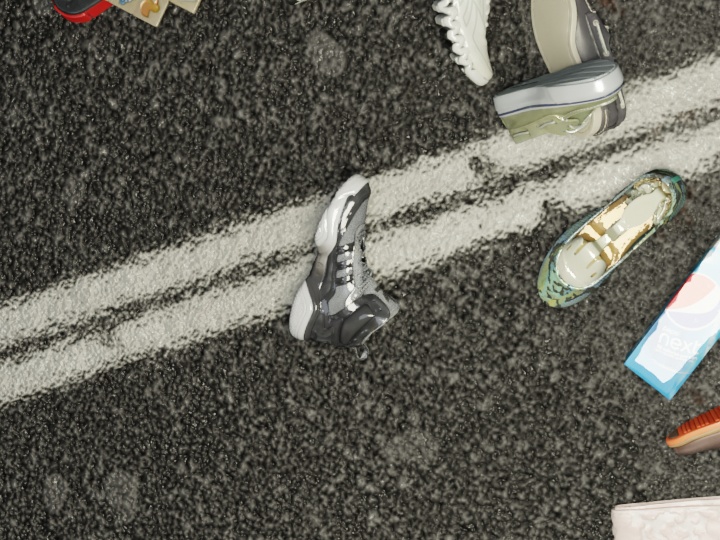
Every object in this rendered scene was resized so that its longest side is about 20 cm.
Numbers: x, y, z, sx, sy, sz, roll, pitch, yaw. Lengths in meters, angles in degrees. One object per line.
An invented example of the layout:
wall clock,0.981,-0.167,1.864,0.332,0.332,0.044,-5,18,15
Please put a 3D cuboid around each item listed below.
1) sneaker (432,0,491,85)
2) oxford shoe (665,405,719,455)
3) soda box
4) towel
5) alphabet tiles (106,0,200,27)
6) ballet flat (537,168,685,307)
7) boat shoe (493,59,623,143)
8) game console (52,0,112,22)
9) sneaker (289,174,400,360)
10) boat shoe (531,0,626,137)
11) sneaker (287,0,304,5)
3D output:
sneaker,0.113,-0.298,1.460,0.080,0.075,0.202,-20,109,0
oxford shoe,0.425,0.174,1.433,0.198,0.071,0.073,-15,94,14
soda box,0.365,0.036,1.440,0.064,0.068,0.201,37,101,9
towel,0.378,0.348,1.473,0.188,0.032,0.203,-8,90,14
alphabet tiles,-0.256,-0.388,1.581,0.198,0.006,0.168,28,94,8
ballet flat,0.264,-0.036,1.462,0.074,0.074,0.200,46,102,7
boat shoe,0.214,-0.175,1.424,0.072,0.199,0.063,-30,103,-22
game console,-0.323,-0.416,1.609,0.176,0.031,0.201,-31,86,7
sneaker,0.000,0.000,1.528,0.113,0.075,0.202,23,104,11
boat shoe,0.239,-0.245,1.473,0.062,0.072,0.203,-10,84,-29
sneaker,-0.110,-0.390,1.533,0.080,0.071,0.201,-39,85,8
